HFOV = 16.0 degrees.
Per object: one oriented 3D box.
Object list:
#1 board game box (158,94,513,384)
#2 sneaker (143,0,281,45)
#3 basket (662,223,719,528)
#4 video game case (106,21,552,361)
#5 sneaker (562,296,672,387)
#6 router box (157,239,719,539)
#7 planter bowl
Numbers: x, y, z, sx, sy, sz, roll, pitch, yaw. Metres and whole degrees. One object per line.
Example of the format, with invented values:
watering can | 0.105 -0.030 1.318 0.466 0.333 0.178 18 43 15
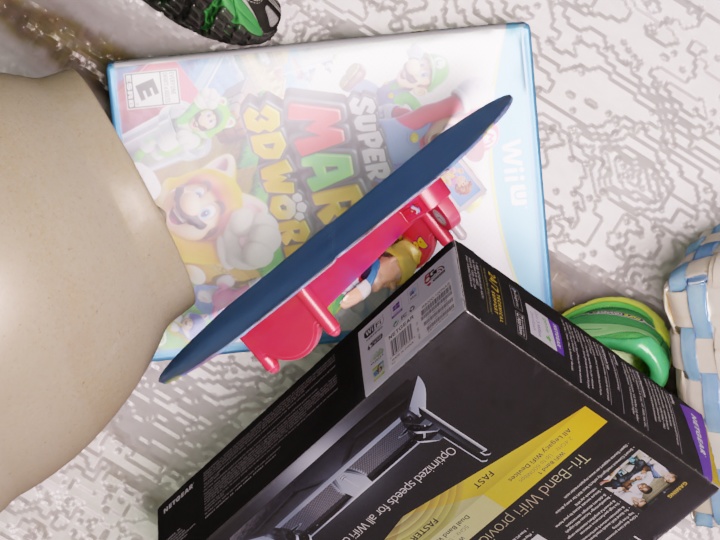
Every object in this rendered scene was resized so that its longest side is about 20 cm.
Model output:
board game box | 0.000 0.000 1.129 0.200 0.158 0.039 -39 96 3
sneaker | -0.089 -0.193 1.173 0.085 0.078 0.200 -36 106 -20
basket | 0.245 0.040 1.165 0.199 0.139 0.177 0 106 22
video game case | -0.013 -0.037 1.212 0.199 0.018 0.144 -6 99 -3
sneaker | 0.060 0.080 1.199 0.200 0.084 0.074 -38 96 1
router box | 0.032 0.100 1.129 0.157 0.052 0.200 35 117 -27
planter bowl | -0.157 -0.008 1.130 0.134 0.200 0.201 -29 96 -8
